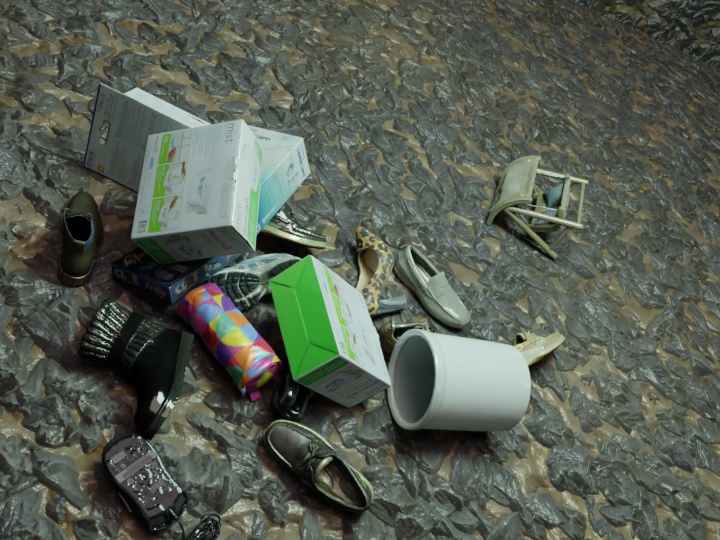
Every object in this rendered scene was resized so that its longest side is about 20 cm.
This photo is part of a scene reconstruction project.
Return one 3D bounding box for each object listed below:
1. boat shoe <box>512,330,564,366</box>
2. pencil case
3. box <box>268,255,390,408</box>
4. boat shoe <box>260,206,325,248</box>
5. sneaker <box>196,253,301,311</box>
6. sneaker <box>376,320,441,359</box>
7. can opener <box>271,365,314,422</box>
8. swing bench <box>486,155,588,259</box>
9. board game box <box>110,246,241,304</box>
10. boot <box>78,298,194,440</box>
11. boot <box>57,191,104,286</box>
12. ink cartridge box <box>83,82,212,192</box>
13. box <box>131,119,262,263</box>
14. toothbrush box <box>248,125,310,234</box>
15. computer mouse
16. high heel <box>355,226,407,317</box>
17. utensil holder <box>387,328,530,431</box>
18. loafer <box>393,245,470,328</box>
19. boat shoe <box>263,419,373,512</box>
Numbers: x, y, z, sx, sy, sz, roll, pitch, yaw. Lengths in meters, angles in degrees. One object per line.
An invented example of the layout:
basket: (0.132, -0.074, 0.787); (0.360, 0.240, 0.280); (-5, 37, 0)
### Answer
boat shoe: (0.336, 0.156, 1.507); (0.200, 0.074, 0.069); (-22, 70, -40)
pencil case: (-0.215, 0.114, 1.224); (0.088, 0.089, 0.200); (-24, 66, -42)
box: (-0.049, 0.104, 1.261); (0.176, 0.096, 0.201); (39, 26, -52)
boat shoe: (-0.155, -0.092, 1.430); (0.199, 0.073, 0.065); (17, 87, -16)
sneaker: (-0.199, 0.016, 1.344); (0.199, 0.078, 0.086); (-12, 23, -22)
sneaker: (0.123, 0.140, 1.398); (0.199, 0.076, 0.071); (9, 47, -22)
can opener: (-0.100, 0.174, 1.254); (0.063, 0.079, 0.200); (33, 30, -10)
swing bench: (0.429, -0.168, 1.815); (0.199, 0.130, 0.199); (28, 44, -4)
board game box: (-0.308, -0.024, 1.292); (0.135, 0.035, 0.200); (19, 37, 25)
boot: (-0.348, 0.146, 1.119); (0.157, 0.080, 0.212); (25, 32, -18)
boot: (-0.461, -0.079, 1.248); (0.074, 0.097, 0.201); (8, 48, -24)
ink cartridge box: (-0.387, -0.225, 1.350); (0.199, 0.197, 0.043); (27, 41, -6)
box: (-0.261, -0.129, 1.214); (0.176, 0.097, 0.201); (-7, 63, 14)
toothbrush box: (-0.206, -0.168, 1.363); (0.146, 0.086, 0.200); (18, 51, 25)
computer mouse: (-0.300, 0.329, 1.014); (0.200, 0.046, 0.140); (44, 49, 6)
high heel: (0.000, 0.000, 1.455); (0.142, 0.071, 0.201); (-8, 64, -42)
utensil holder: (0.171, 0.198, 1.311); (0.199, 0.170, 0.170); (10, 47, -26)
loafer: (0.149, 0.033, 1.514); (0.200, 0.070, 0.070); (44, 44, 13)
boat shoe: (-0.061, 0.297, 1.144); (0.200, 0.065, 0.073); (34, 76, 2)
